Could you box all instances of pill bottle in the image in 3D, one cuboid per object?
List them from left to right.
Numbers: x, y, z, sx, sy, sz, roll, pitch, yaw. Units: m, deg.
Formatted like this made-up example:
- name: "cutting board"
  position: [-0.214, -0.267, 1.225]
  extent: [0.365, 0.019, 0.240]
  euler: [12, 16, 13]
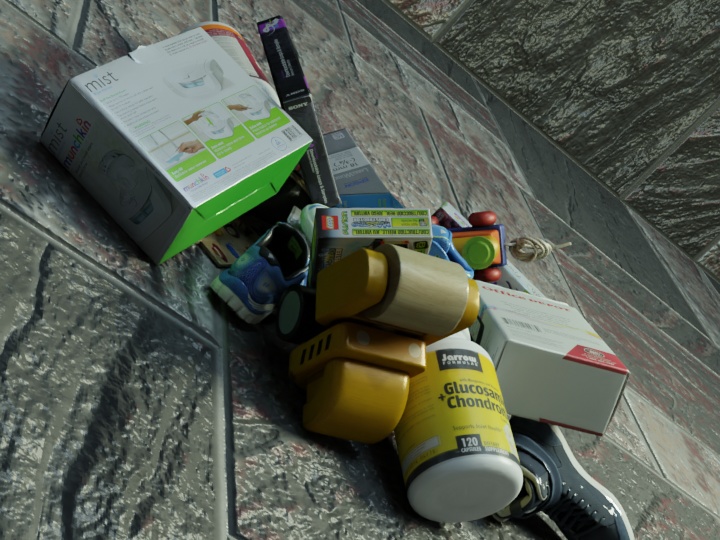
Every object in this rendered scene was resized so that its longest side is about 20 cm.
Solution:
- name: "pill bottle"
  position: [-0.163, -0.210, 1.576]
  extent: [0.110, 0.110, 0.200]
  euler: [26, 25, -44]
- name: "pill bottle"
  position: [0.085, 0.137, 1.265]
  extent: [0.112, 0.112, 0.200]
  euler: [29, 36, -39]

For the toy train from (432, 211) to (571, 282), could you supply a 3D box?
- name: "toy train"
  position: [0.147, -0.025, 1.501]
  extent: [0.116, 0.200, 0.085]
  euler: [-31, 116, -81]

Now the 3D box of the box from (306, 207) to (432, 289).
- name: "box"
  position: [0.003, 0.006, 1.268]
  extent: [0.110, 0.200, 0.035]
  euler: [0, 60, -6]

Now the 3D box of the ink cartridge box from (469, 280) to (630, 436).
- name: "ink cartridge box"
  position: [0.192, 0.093, 1.430]
  extent: [0.146, 0.083, 0.200]
  euler: [14, 15, -12]

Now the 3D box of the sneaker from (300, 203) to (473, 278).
- name: "sneaker"
  position: [0.036, -0.029, 1.372]
  extent: [0.200, 0.105, 0.076]
  euler: [36, 23, -15]

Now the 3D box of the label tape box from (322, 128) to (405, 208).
- name: "label tape box"
  position: [-0.005, -0.053, 1.489]
  extent: [0.200, 0.063, 0.144]
  euler: [-122, -160, -52]

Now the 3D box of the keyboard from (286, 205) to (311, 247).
- name: "keyboard"
  position: [0.000, 0.000, 1.412]
  extent: [0.200, 0.011, 0.056]
  euler: [39, 24, -8]

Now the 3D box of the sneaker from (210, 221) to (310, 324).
- name: "sneaker"
  position: [-0.076, -0.001, 1.325]
  extent: [0.079, 0.089, 0.200]
  euler: [46, 15, 5]

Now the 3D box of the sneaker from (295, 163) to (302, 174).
- name: "sneaker"
  position: [-0.072, -0.149, 1.733]
  extent: [0.087, 0.074, 0.200]
  euler: [40, 8, 38]

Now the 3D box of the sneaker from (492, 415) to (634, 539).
- name: "sneaker"
  position: [0.207, 0.255, 1.370]
  extent: [0.202, 0.077, 0.146]
  euler: [52, 26, 2]

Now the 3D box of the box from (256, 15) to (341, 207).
- name: "box"
  position: [-0.070, -0.178, 1.430]
  extent: [0.200, 0.036, 0.143]
  euler: [-111, -176, -53]

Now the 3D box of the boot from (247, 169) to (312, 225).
- name: "boot"
  position: [-0.133, -0.074, 1.404]
  extent: [0.200, 0.077, 0.138]
  euler: [30, 29, -17]

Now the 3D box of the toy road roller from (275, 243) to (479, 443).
- name: "toy road roller"
  position: [0.012, 0.075, 1.193]
  extent: [0.123, 0.200, 0.146]
  euler: [15, 62, -30]

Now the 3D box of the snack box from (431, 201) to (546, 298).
- name: "snack box"
  position: [0.128, 0.034, 1.600]
  extent: [0.200, 0.142, 0.053]
  euler: [45, 17, 2]

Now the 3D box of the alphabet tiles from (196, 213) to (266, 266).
- name: "alphabet tiles"
  position: [-0.171, -0.066, 1.404]
  extent: [0.166, 0.006, 0.200]
  euler: [49, 18, 15]

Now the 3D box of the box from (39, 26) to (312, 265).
- name: "box"
  position: [-0.180, -0.131, 1.276]
  extent: [0.176, 0.097, 0.200]
  euler: [45, 41, 7]
